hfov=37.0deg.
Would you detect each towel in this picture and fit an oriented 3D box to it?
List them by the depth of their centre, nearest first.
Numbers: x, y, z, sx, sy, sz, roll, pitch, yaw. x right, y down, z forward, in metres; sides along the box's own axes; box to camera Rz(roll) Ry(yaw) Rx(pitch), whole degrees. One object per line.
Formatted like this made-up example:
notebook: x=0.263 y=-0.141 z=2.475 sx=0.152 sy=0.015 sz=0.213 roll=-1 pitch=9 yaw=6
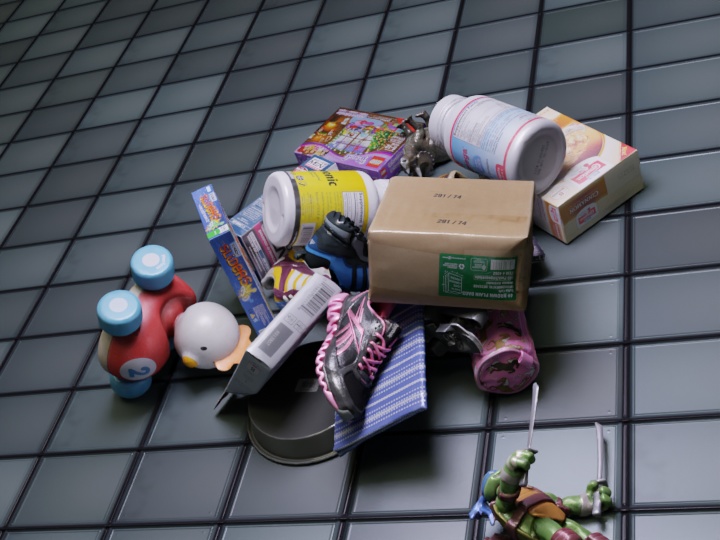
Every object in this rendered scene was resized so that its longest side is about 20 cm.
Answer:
towel: x=0.027 y=0.126 z=1.348 sx=0.144 sy=0.024 sz=0.201 roll=-32 pitch=34 yaw=27

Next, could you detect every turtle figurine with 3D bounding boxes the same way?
turtle figurine: x=0.219 y=0.234 z=1.127 sx=0.199 sy=0.144 sz=0.194 roll=-35 pitch=43 yaw=-10

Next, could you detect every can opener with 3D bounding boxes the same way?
can opener: x=0.099 y=0.074 z=1.387 sx=0.067 sy=0.053 sz=0.200 roll=-53 pitch=21 yaw=-18

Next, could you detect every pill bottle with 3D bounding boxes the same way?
pill bottle: x=0.191 y=-0.188 z=1.549 sx=0.109 sy=0.109 sz=0.200 roll=-37 pitch=40 yaw=-18
pill bottle: x=-0.039 y=-0.095 z=1.623 sx=0.199 sy=0.112 sz=0.111 roll=-2 pitch=31 yaw=-25

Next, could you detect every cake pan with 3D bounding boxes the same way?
cake pan: x=-0.064 y=0.167 z=1.433 sx=0.199 sy=0.037 sz=0.201 roll=-14 pitch=38 yaw=12

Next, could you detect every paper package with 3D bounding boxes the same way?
paper package: x=0.118 y=-0.037 z=1.362 sx=0.198 sy=0.104 sz=0.191 roll=3 pitch=28 yaw=11

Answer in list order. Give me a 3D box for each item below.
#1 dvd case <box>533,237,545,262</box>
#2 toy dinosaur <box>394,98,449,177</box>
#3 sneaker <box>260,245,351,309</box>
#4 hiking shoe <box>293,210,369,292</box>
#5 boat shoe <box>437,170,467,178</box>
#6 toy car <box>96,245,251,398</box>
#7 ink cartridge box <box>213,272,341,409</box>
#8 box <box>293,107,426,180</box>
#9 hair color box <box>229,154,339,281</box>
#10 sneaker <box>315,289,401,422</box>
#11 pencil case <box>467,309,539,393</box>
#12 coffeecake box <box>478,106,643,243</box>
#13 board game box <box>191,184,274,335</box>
dvd case: x=0.144 y=-0.040 z=1.526 sx=0.198 sy=0.016 sz=0.149 roll=-5 pitch=29 yaw=-8
toy dinosaur: x=0.121 y=-0.215 z=1.765 sx=0.199 sy=0.103 sz=0.077 roll=-29 pitch=2 yaw=-27
sneaker: x=-0.073 y=0.037 z=1.572 sx=0.090 sy=0.075 sz=0.200 roll=-41 pitch=34 yaw=-8
hiking shoe: x=0.000 y=0.000 z=1.487 sx=0.087 sy=0.200 sz=0.074 roll=-45 pitch=31 yaw=9
boat shoe: x=0.135 y=-0.113 z=1.565 sx=0.199 sy=0.072 sz=0.072 roll=18 pitch=34 yaw=28
toy car: x=-0.250 y=0.098 z=1.529 sx=0.199 sy=0.185 sz=0.177 roll=20 pitch=51 yaw=12
ink cartridge box: x=-0.114 y=0.108 z=1.449 sx=0.057 sy=0.200 sz=0.163 roll=36 pitch=55 yaw=6
box: x=0.001 y=-0.214 z=1.848 sx=0.199 sy=0.039 sz=0.137 roll=17 pitch=53 yaw=39
hair color box: x=-0.111 y=-0.083 z=1.700 sx=0.200 sy=0.100 sz=0.060 roll=-40 pitch=40 yaw=-21
sneaker: x=0.004 y=0.095 z=1.330 sx=0.095 sy=0.079 sz=0.201 roll=-19 pitch=41 yaw=22
pencil case: x=0.177 y=0.068 z=1.392 sx=0.082 sy=0.087 sz=0.201 roll=1 pitch=40 yaw=-3
coffeecake box: x=0.290 y=-0.145 z=1.593 sx=0.153 sy=0.073 sz=0.200 roll=-34 pitch=40 yaw=-14
board game box: x=-0.181 y=-0.010 z=1.569 sx=0.034 sy=0.201 sz=0.136 roll=-25 pitch=38 yaw=-4
